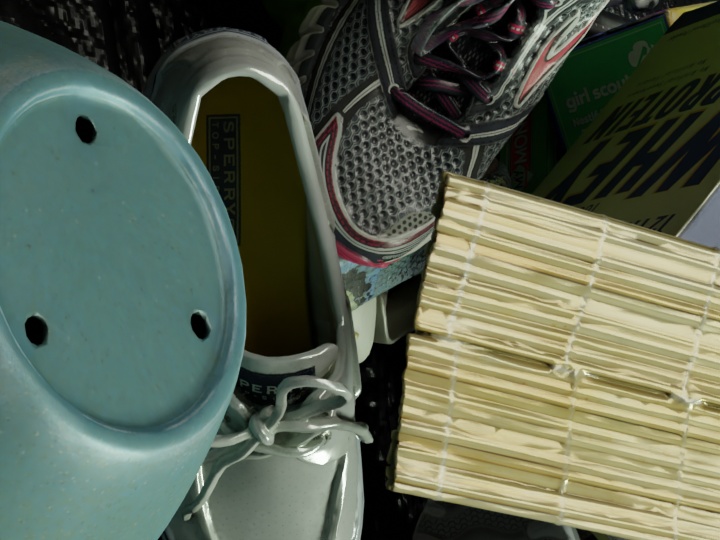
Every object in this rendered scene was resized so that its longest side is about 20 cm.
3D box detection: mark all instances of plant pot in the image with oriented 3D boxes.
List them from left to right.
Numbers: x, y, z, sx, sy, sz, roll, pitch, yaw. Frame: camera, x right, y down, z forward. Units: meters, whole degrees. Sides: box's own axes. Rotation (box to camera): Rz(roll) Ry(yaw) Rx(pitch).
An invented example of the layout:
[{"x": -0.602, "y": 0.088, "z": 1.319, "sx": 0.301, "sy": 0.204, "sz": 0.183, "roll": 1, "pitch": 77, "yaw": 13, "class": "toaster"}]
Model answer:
[{"x": -0.108, "y": 0.014, "z": 0.462, "sx": 0.200, "sy": 0.135, "sz": 0.200, "roll": 27, "pitch": 55, "yaw": -47, "class": "plant pot"}]

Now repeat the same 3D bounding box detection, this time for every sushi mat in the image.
[{"x": 0.102, "y": 0.039, "z": 0.577, "sx": 0.200, "sy": 0.012, "sz": 0.096, "roll": 15, "pitch": 85, "yaw": -22, "class": "sushi mat"}]

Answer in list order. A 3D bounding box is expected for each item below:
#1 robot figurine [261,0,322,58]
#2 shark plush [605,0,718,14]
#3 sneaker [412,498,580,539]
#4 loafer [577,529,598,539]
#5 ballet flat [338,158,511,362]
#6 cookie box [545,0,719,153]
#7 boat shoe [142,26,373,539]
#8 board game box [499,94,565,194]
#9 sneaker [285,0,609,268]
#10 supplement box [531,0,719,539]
[{"x": 0.029, "y": -0.150, "z": 0.722, "sx": 0.116, "sy": 0.175, "sz": 0.200, "roll": 20, "pitch": 71, "yaw": -9, "class": "robot figurine"}, {"x": 0.113, "y": -0.138, "z": 0.891, "sx": 0.200, "sy": 0.083, "sz": 0.091, "roll": -42, "pitch": 109, "yaw": -33, "class": "shark plush"}, {"x": 0.069, "y": 0.164, "z": 0.721, "sx": 0.082, "sy": 0.075, "sz": 0.200, "roll": -28, "pitch": 107, "yaw": -68, "class": "sneaker"}, {"x": 0.088, "y": 0.108, "z": 0.761, "sx": 0.200, "sy": 0.072, "sz": 0.063, "roll": 56, "pitch": 43, "yaw": -27, "class": "loafer"}, {"x": 0.000, "y": 0.000, "z": 0.689, "sx": 0.200, "sy": 0.074, "sz": 0.074, "roll": -21, "pitch": 93, "yaw": -53, "class": "ballet flat"}, {"x": 0.176, "y": -0.025, "z": 0.884, "sx": 0.171, "sy": 0.075, "sz": 0.200, "roll": -20, "pitch": 91, "yaw": -58, "class": "cookie box"}, {"x": -0.029, "y": 0.030, "z": 0.564, "sx": 0.086, "sy": 0.075, "sz": 0.202, "roll": -128, "pitch": -144, "yaw": -74, "class": "boat shoe"}, {"x": 0.135, "y": -0.016, "z": 0.916, "sx": 0.200, "sy": 0.029, "sz": 0.135, "roll": 35, "pitch": 48, "yaw": -42, "class": "board game box"}, {"x": 0.040, "y": -0.092, "z": 0.603, "sx": 0.081, "sy": 0.075, "sz": 0.200, "roll": 28, "pitch": 93, "yaw": -20, "class": "sneaker"}, {"x": 0.172, "y": 0.021, "z": 0.702, "sx": 0.200, "sy": 0.134, "sz": 0.200, "roll": 49, "pitch": 63, "yaw": -15, "class": "supplement box"}]
